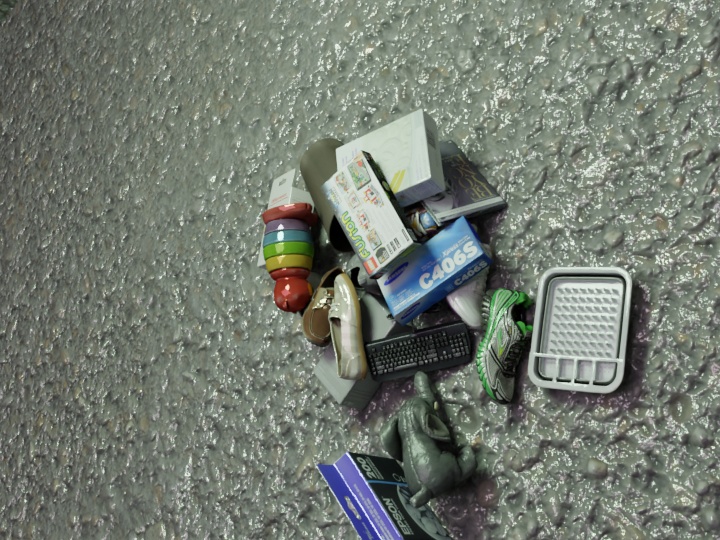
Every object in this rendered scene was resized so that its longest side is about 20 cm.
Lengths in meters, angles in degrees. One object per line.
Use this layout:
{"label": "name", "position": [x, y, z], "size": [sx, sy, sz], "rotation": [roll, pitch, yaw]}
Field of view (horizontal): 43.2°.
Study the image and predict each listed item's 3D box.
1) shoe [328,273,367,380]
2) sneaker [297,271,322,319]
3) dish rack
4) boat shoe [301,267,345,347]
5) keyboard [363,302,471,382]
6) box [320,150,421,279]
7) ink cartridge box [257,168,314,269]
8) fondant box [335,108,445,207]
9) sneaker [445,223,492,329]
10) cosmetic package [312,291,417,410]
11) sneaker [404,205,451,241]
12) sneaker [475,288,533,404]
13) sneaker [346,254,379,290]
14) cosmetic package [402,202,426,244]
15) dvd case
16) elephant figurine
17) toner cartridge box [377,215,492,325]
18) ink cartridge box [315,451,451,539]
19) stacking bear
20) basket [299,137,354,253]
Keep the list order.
{"label": "shoe", "position": [-0.030, 0.104, 1.691], "size": [0.070, 0.052, 0.205], "rotation": [136, 128, -64]}
{"label": "sneaker", "position": [-0.106, 0.058, 1.886], "size": [0.077, 0.080, 0.201], "rotation": [-55, 45, 17]}
{"label": "dish rack", "position": [0.366, 0.098, 1.491], "size": [0.169, 0.043, 0.205], "rotation": [0, 76, 41]}
{"label": "boat shoe", "position": [-0.067, 0.066, 1.783], "size": [0.202, 0.074, 0.073], "rotation": [-79, 10, -52]}
{"label": "keyboard", "position": [0.099, 0.124, 1.659], "size": [0.196, 0.021, 0.130], "rotation": [-15, 91, 15]}
{"label": "box", "position": [0.016, -0.099, 1.618], "size": [0.109, 0.034, 0.203], "rotation": [-37, 69, 24]}
{"label": "ink cartridge box", "position": [-0.156, -0.104, 1.964], "size": [0.116, 0.066, 0.205], "rotation": [-17, 61, 57]}
{"label": "fondant box", "position": [0.052, -0.187, 1.674], "size": [0.197, 0.058, 0.147], "rotation": [-21, 61, 30]}
{"label": "sneaker", "position": [0.197, 0.006, 1.644], "size": [0.099, 0.074, 0.204], "rotation": [-31, 58, 30]}
{"label": "cosmetic package", "position": [0.008, 0.155, 1.755], "size": [0.201, 0.090, 0.107], "rotation": [-53, 51, 11]}
{"label": "sneaker", "position": [0.092, -0.081, 1.671], "size": [0.076, 0.197, 0.090], "rotation": [66, 153, 2]}
{"label": "sneaker", "position": [0.250, 0.127, 1.558], "size": [0.084, 0.077, 0.205], "rotation": [-7, 72, 38]}
{"label": "sneaker", "position": [0.000, 0.000, 1.764], "size": [0.200, 0.080, 0.076], "rotation": [173, 80, -74]}
{"label": "cosmetic package", "position": [0.090, -0.123, 1.773], "size": [0.050, 0.082, 0.205], "rotation": [-7, 71, 38]}
{"label": "dvd case", "position": [0.159, -0.168, 1.699], "size": [0.201, 0.146, 0.016], "rotation": [56, 150, 36]}
{"label": "elephant figurine", "position": [0.102, 0.285, 1.569], "size": [0.139, 0.155, 0.203], "rotation": [-26, 79, -8]}
{"label": "toner cartridge box", "position": [0.130, 0.001, 1.627], "size": [0.198, 0.043, 0.096], "rotation": [-36, 49, 13]}
{"label": "ink cartridge box", "position": [0.041, 0.401, 1.570], "size": [0.044, 0.198, 0.199], "rotation": [-53, 50, 17]}
{"label": "stacking bear", "position": [-0.139, -0.018, 1.821], "size": [0.111, 0.122, 0.205], "rotation": [-6, 77, 6]}
{"label": "basket", "position": [-0.038, -0.171, 1.868], "size": [0.182, 0.134, 0.201], "rotation": [-59, 43, 27]}
